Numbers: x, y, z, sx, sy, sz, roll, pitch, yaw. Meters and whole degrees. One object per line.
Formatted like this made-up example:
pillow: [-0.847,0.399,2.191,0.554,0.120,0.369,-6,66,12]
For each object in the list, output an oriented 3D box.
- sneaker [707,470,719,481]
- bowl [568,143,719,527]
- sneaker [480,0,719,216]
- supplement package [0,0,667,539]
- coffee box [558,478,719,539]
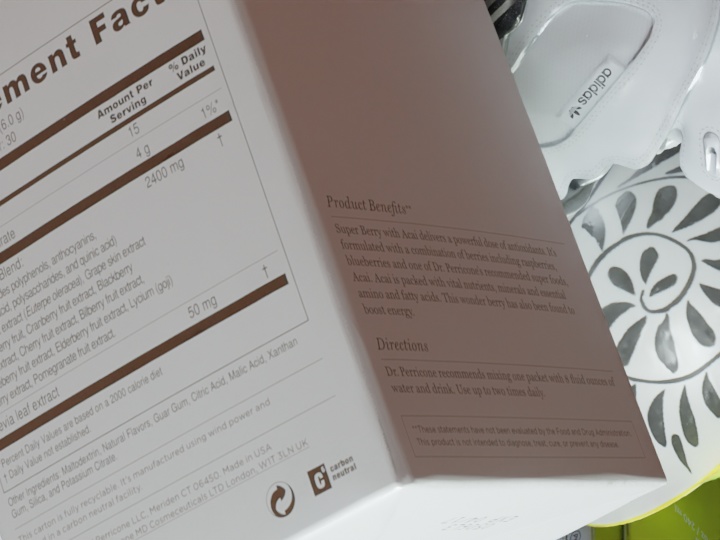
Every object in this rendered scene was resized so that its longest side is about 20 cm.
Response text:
sneaker: [0.164,-0.008,1.029,0.083,0.200,0.074,4,146,40]
bowl: [0.078,-0.029,0.932,0.094,0.201,0.201,29,142,-18]
sneaker: [0.065,-0.036,0.821,0.075,0.115,0.200,-30,151,-57]
supplement package: [-0.031,-0.014,0.752,0.120,0.200,0.121,-30,160,31]
coffee box: [0.059,0.170,1.062,0.198,0.200,0.200,-28,127,26]
